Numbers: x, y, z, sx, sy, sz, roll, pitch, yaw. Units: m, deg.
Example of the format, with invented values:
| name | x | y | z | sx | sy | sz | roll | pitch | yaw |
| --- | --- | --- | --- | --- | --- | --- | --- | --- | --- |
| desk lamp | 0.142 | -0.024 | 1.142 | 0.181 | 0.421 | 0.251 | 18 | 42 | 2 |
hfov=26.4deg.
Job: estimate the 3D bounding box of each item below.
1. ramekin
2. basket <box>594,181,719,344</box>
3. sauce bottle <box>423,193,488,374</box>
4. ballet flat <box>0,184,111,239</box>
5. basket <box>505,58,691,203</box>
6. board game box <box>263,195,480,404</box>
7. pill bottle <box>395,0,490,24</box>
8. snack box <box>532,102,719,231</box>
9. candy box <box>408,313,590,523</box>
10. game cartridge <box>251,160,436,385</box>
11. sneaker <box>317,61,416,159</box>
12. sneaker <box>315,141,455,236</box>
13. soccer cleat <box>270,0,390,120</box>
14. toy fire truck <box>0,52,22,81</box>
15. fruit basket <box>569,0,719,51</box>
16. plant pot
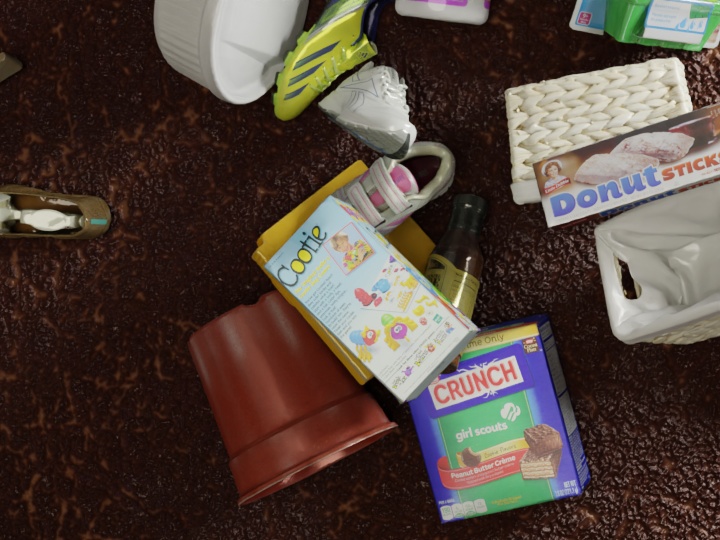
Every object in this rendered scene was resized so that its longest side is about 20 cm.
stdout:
| name | x | y | z | sx | sy | sz | roll | pitch | yaw |
| --- | --- | --- | --- | --- | --- | --- | --- | --- | --- |
| ramekin | -0.145 | -0.291 | 1.691 | 0.094 | 0.202 | 0.203 | 20 | 102 | 22 |
| basket | 0.363 | -0.009 | 1.585 | 0.200 | 0.123 | 0.136 | -24 | 66 | 41 |
| sauce bottle | 0.099 | 0.013 | 1.694 | 0.066 | 0.066 | 0.200 | 9 | 67 | 13 |
| ballet flat | -0.400 | -0.066 | 1.842 | 0.200 | 0.072 | 0.068 | 6 | 98 | 14 |
| basket | 0.259 | -0.146 | 1.628 | 0.200 | 0.136 | 0.124 | -8 | 91 | 15 |
| board game box | 0.014 | 0.030 | 1.594 | 0.200 | 0.103 | 0.105 | 45 | 96 | 9 |
| pill bottle | 0.099 | -0.371 | 1.660 | 0.104 | 0.104 | 0.200 | 9 | 99 | 13 |
| snack box | 0.275 | -0.102 | 1.526 | 0.200 | 0.024 | 0.072 | -17 | 73 | 16 |
| candy box | 0.151 | 0.166 | 1.730 | 0.169 | 0.077 | 0.200 | -15 | 92 | 16 |
| game cartridge | 0.000 | 0.000 | 1.720 | 0.176 | 0.032 | 0.200 | -39 | 85 | -25 |
| sneaker | 0.015 | -0.181 | 1.670 | 0.074 | 0.200 | 0.087 | 35 | 95 | -28 |
| sneaker | 0.024 | -0.084 | 1.685 | 0.200 | 0.088 | 0.081 | -40 | 86 | -14 |
| soccer cleat | -0.029 | -0.247 | 1.729 | 0.084 | 0.065 | 0.200 | 34 | 103 | 6 |
| toy fire truck | -0.506 | -0.184 | 1.810 | 0.129 | 0.176 | 0.200 | 21 | 87 | 11 |
| fruit basket | 0.326 | -0.326 | 1.574 | 0.185 | 0.094 | 0.200 | 3 | 125 | -24 |
| plant pot | -0.089 | 0.134 | 1.737 | 0.201 | 0.201 | 0.195 | -29 | 81 | 16 |
